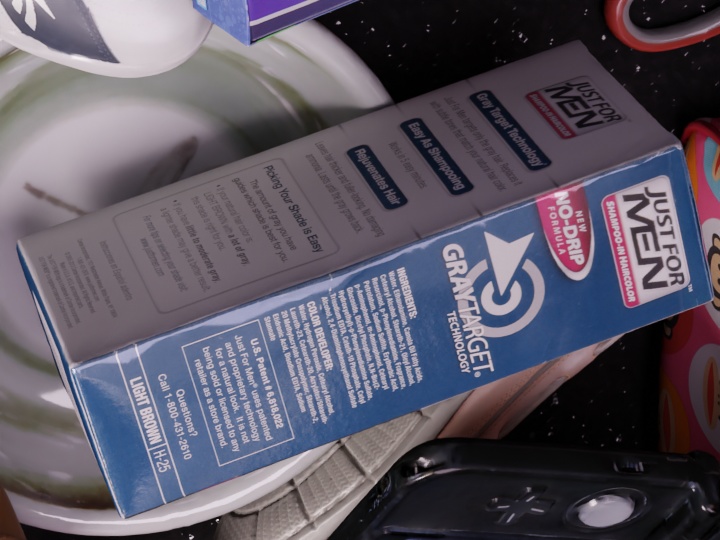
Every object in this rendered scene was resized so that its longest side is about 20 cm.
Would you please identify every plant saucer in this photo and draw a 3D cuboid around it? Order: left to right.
[{"bbox_3d":[-0.078,-0.009,0.998,0.199,0.050,0.201,-7,115,-15],"label":"plant saucer"}]

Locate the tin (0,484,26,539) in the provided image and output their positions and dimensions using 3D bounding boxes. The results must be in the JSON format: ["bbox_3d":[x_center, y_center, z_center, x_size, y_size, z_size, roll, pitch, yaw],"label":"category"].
[{"bbox_3d":[-0.185,0.127,0.981,0.112,0.042,0.200,-7,150,-46],"label":"tin"}]

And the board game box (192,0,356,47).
[{"bbox_3d":[0.034,-0.164,0.900,0.199,0.034,0.136,-24,128,-26],"label":"board game box"}]

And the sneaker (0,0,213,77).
[{"bbox_3d":[-0.108,-0.136,0.860,0.079,0.130,0.199,-41,102,-13],"label":"sneaker"}]

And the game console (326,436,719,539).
[{"bbox_3d":[0.062,0.157,1.030,0.175,0.117,0.200,6,144,-28],"label":"game console"}]

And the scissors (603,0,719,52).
[{"bbox_3d":[0.172,-0.139,1.039,0.199,0.014,0.073,-23,116,-7],"label":"scissors"}]

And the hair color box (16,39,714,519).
[{"bbox_3d":[0.000,0.000,0.941,0.199,0.100,0.061,-20,118,-7],"label":"hair color box"}]

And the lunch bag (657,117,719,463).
[{"bbox_3d":[0.168,0.054,1.030,0.082,0.176,0.201,-8,116,-13],"label":"lunch bag"}]

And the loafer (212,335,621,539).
[{"bbox_3d":[0.034,0.051,1.046,0.063,0.072,0.200,39,99,-28],"label":"loafer"}]
